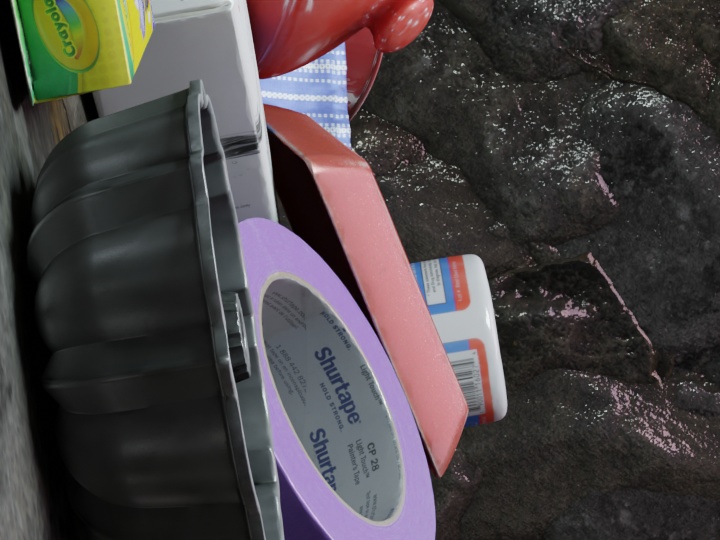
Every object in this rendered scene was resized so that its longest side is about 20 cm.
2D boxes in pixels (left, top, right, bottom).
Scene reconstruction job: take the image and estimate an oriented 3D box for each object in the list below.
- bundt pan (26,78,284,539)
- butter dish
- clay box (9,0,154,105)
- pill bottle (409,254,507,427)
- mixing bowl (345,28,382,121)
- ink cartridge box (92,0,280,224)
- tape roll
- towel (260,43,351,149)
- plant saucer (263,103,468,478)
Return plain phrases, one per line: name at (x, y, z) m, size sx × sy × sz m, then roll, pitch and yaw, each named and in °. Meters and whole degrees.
bundt pan at (-0.081, 0.032, 0.945) m, size 0.202 × 0.075 × 0.203 m, roll 170°, pitch -90°, yaw -90°
butter dish at (-0.020, -0.187, 1.412) m, size 0.148 × 0.199 × 0.200 m, roll 42°, pitch -33°, yaw 8°
clay box at (-0.123, -0.141, 1.033) m, size 0.200 × 0.047 × 0.116 m, roll -101°, pitch -179°, yaw -76°
pill bottle at (-0.010, 0.059, 1.572) m, size 0.112 × 0.199 × 0.113 m, roll -9°, pitch 90°, yaw -89°
mixing bowl at (-0.078, -0.190, 1.679) m, size 0.200 × 0.108 × 0.201 m, roll 0°, pitch -90°, yaw 57°
ink cartridge box at (-0.099, -0.115, 1.280) m, size 0.200 × 0.084 × 0.147 m, roll 80°, pitch 0°, yaw -50°
tape roll at (-0.040, 0.077, 1.221) m, size 0.200 × 0.065 × 0.201 m, roll 52°, pitch 22°, yaw -31°
towel at (-0.072, -0.172, 1.565) m, size 0.024 × 0.144 × 0.201 m, roll -22°, pitch -113°, yaw 62°
plant saucer at (0.000, 0.000, 1.396) m, size 0.200 × 0.037 × 0.200 m, roll -134°, pitch -160°, yaw -72°
